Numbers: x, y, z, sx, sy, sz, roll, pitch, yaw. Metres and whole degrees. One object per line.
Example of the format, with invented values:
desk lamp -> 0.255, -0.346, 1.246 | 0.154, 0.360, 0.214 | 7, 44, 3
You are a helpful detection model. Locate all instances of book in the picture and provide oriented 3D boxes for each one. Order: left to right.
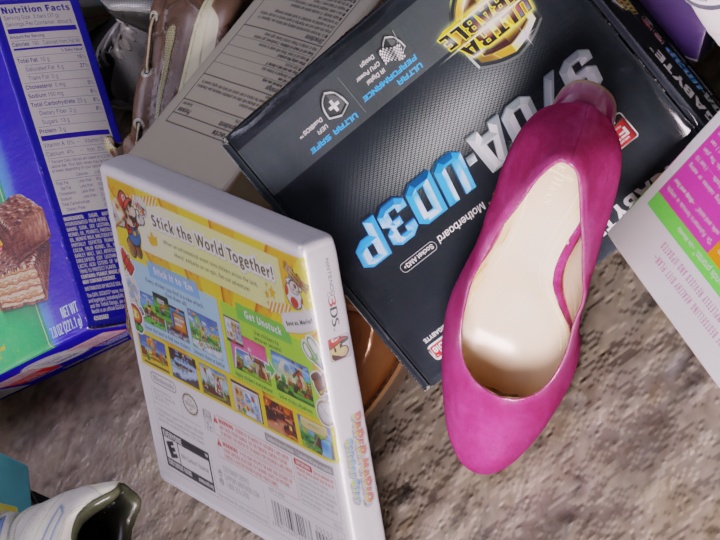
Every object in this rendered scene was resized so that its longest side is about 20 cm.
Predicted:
book -> 0.208, -0.045, 1.230 | 0.200, 0.048, 0.134 | -47, 48, 15

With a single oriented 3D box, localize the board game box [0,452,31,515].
board game box -> -0.235, 0.215, 1.560 | 0.151, 0.047, 0.201 | -40, 41, 28

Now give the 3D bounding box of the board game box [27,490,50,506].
board game box -> -0.174, 0.225, 1.544 | 0.135, 0.028, 0.200 | -53, 36, 10

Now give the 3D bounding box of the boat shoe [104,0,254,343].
boat shoe -> -0.102, -0.057, 1.575 | 0.075, 0.075, 0.203 | 14, 91, 29

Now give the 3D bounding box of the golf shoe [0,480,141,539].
golf shoe -> -0.145, 0.189, 1.446 | 0.097, 0.078, 0.201 | -33, 45, 25

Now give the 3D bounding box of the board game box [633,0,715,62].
board game box -> 0.092, -0.208, 1.339 | 0.199, 0.057, 0.166 | 20, 114, 14

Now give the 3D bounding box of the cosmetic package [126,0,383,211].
cosmetic package -> -0.018, -0.102, 1.497 | 0.200, 0.071, 0.105 | -51, 34, -10

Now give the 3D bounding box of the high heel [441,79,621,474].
high heel -> 0.074, 0.016, 1.292 | 0.096, 0.067, 0.201 | -61, -7, -66

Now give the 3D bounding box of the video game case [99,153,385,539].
video game case -> -0.059, 0.047, 1.432 | 0.200, 0.023, 0.183 | 23, 128, 54

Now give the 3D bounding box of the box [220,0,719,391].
box -> 0.056, -0.062, 1.353 | 0.200, 0.159, 0.046 | -37, 5, 28

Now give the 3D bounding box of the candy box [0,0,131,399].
candy box -> -0.212, -0.038, 1.653 | 0.169, 0.077, 0.201 | -25, 79, 39

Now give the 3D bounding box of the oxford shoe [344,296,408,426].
oxford shoe -> 0.000, 0.000, 1.449 | 0.071, 0.071, 0.201 | 24, 88, 52

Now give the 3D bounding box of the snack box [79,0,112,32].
snack box -> -0.231, -0.151, 1.732 | 0.116, 0.200, 0.037 | -22, 84, 40

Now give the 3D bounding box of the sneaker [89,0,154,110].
sneaker -> -0.129, -0.153, 1.665 | 0.200, 0.115, 0.075 | -7, 62, 48

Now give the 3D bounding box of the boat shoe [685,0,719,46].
boat shoe -> 0.232, -0.168, 1.283 | 0.200, 0.066, 0.072 | -38, 39, -4
